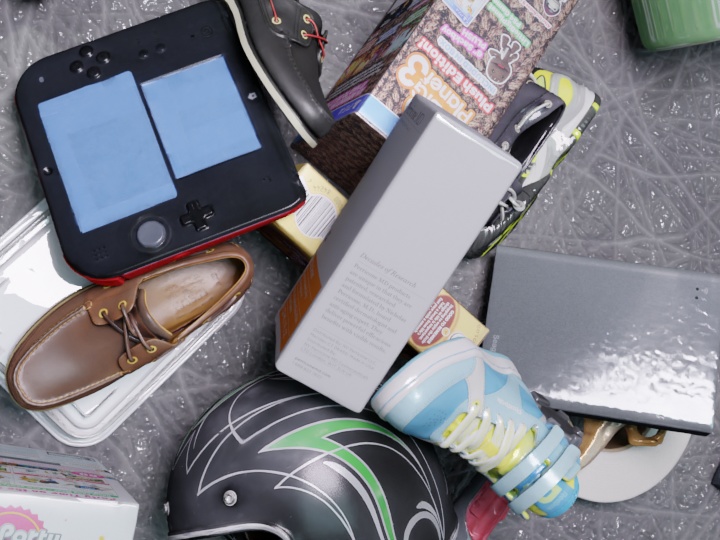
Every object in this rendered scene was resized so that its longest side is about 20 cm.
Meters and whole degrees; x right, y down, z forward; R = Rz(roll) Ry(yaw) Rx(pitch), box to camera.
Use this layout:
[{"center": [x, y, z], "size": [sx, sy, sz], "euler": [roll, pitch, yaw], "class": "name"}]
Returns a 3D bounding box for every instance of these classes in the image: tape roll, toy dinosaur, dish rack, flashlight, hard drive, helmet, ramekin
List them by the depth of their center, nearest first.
[{"center": [-0.041, 0.165, 0.768], "size": [0.200, 0.200, 0.191], "euler": [-40, 93, -18], "class": "helmet"}, {"center": [-0.200, 0.021, 0.787], "size": [0.200, 0.044, 0.172], "euler": [-45, 104, -16], "class": "dish rack"}, {"center": [0.110, 0.202, 0.845], "size": [0.068, 0.068, 0.200], "euler": [36, 103, 0], "class": "flashlight"}, {"center": [0.207, 0.059, 0.885], "size": [0.200, 0.033, 0.140], "euler": [8, 74, 9], "class": "hard drive"}, {"center": [0.224, 0.127, 0.910], "size": [0.106, 0.060, 0.200], "euler": [20, 75, 10], "class": "toy dinosaur"}, {"center": [0.344, -0.267, 0.932], "size": [0.200, 0.200, 0.098], "euler": [-16, 101, -21], "class": "ramekin"}, {"center": [0.226, 0.115, 0.951], "size": [0.202, 0.037, 0.203], "euler": [1, 87, -20], "class": "tape roll"}]

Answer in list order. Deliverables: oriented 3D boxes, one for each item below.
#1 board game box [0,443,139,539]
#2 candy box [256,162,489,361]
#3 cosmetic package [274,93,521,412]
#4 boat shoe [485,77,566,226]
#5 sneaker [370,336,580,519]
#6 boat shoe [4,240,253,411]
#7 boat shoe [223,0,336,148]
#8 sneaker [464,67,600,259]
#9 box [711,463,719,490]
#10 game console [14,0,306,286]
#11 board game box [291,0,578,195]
[{"center": [-0.240, 0.159, 0.681], "size": [0.147, 0.200, 0.064], "euler": [12, 83, -20], "class": "board game box"}, {"center": [0.000, 0.000, 0.823], "size": [0.200, 0.117, 0.056], "euler": [40, 82, -14], "class": "candy box"}, {"center": [0.019, -0.015, 0.703], "size": [0.071, 0.101, 0.200], "euler": [30, 101, -13], "class": "cosmetic package"}, {"center": [0.110, -0.075, 0.838], "size": [0.063, 0.073, 0.200], "euler": [22, 70, 16], "class": "boat shoe"}, {"center": [0.096, 0.120, 0.728], "size": [0.080, 0.200, 0.131], "euler": [-45, 64, 19], "class": "sneaker"}, {"center": [-0.166, 0.035, 0.740], "size": [0.200, 0.068, 0.072], "euler": [-32, 99, -18], "class": "boat shoe"}, {"center": [-0.059, -0.182, 0.787], "size": [0.063, 0.074, 0.202], "euler": [-28, 58, 7], "class": "boat shoe"}, {"center": [0.134, -0.096, 0.916], "size": [0.076, 0.075, 0.200], "euler": [35, 72, 5], "class": "sneaker"}, {"center": [0.464, 0.245, 0.973], "size": [0.200, 0.158, 0.051], "euler": [36, 76, -15], "class": "box"}, {"center": [-0.153, -0.098, 0.755], "size": [0.177, 0.031, 0.200], "euler": [-23, 68, -2], "class": "game console"}, {"center": [0.057, -0.161, 0.832], "size": [0.097, 0.159, 0.200], "euler": [38, 76, -16], "class": "board game box"}]
